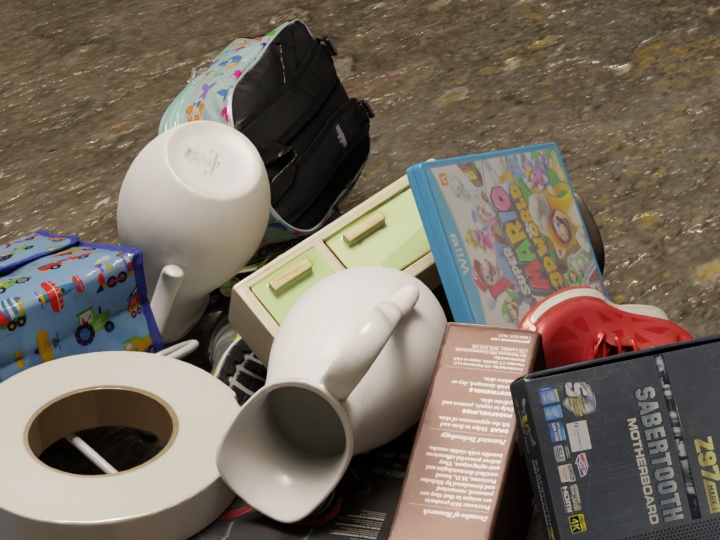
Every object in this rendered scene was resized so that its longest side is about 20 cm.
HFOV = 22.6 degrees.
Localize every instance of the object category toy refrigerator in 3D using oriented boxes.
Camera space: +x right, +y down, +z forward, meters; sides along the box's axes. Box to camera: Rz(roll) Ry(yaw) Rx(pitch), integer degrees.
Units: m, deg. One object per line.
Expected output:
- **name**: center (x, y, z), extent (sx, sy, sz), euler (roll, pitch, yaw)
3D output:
- **toy refrigerator**: center (0.000, 0.000, 1.406), extent (0.200, 0.070, 0.076), euler (-33, 73, -21)

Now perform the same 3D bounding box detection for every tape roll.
- **tape roll**: center (-0.179, 0.125, 1.258), extent (0.203, 0.037, 0.203), euler (-1, 32, 0)

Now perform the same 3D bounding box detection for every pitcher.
- **pitcher**: center (0.000, 0.060, 1.240), extent (0.121, 0.172, 0.200), euler (41, 34, 1)
- **pitcher**: center (-0.151, -0.011, 1.492), extent (0.121, 0.200, 0.172), euler (17, 49, -9)

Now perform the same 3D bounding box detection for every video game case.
- **video game case**: center (0.119, -0.024, 1.407), extent (0.018, 0.143, 0.200), euler (-21, -5, 38)

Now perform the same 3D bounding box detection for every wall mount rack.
- **wall mount rack**: center (-0.178, 0.118, 1.365), extent (0.200, 0.075, 0.174), euler (-28, 8, -35)

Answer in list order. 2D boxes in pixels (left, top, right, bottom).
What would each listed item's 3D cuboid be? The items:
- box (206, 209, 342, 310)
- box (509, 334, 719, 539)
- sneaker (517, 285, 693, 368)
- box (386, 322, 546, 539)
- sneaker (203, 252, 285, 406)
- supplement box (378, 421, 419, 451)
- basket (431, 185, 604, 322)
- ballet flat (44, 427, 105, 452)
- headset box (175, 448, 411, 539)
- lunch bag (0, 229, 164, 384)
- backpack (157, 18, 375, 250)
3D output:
- **box**: center (-0.107, -0.009, 1.679), extent (0.200, 0.035, 0.110), euler (-11, 28, -10)
- **box**: center (0.196, 0.151, 1.167), extent (0.158, 0.200, 0.051), euler (-10, -8, -10)
- **sneaker**: center (0.214, 0.068, 1.388), extent (0.200, 0.078, 0.116), euler (-3, 24, -44)
- **box**: center (0.076, 0.144, 1.221), extent (0.075, 0.100, 0.200), euler (6, 53, 18)
- **sneaker**: center (-0.095, 0.077, 1.491), extent (0.081, 0.074, 0.200), euler (-35, 22, 38)
- **supplement box**: center (0.025, 0.129, 1.368), extent (0.200, 0.061, 0.109), euler (2, 29, 12)
- **basket**: center (0.075, 0.001, 1.531), extent (0.200, 0.136, 0.180), euler (-27, 24, -28)
- **ballet flat**: center (-0.288, 0.138, 1.423), extent (0.200, 0.046, 0.067), euler (-25, 33, -32)
- **headset box**: center (-0.045, 0.202, 1.229), extent (0.149, 0.075, 0.200), euler (4, 29, 16)
- **lunch bag**: center (-0.276, 0.027, 1.420), extent (0.151, 0.094, 0.200), euler (-26, 29, -31)
- **backpack**: center (-0.094, -0.115, 1.657), extent (0.151, 0.178, 0.200), euler (-18, 25, 27)
